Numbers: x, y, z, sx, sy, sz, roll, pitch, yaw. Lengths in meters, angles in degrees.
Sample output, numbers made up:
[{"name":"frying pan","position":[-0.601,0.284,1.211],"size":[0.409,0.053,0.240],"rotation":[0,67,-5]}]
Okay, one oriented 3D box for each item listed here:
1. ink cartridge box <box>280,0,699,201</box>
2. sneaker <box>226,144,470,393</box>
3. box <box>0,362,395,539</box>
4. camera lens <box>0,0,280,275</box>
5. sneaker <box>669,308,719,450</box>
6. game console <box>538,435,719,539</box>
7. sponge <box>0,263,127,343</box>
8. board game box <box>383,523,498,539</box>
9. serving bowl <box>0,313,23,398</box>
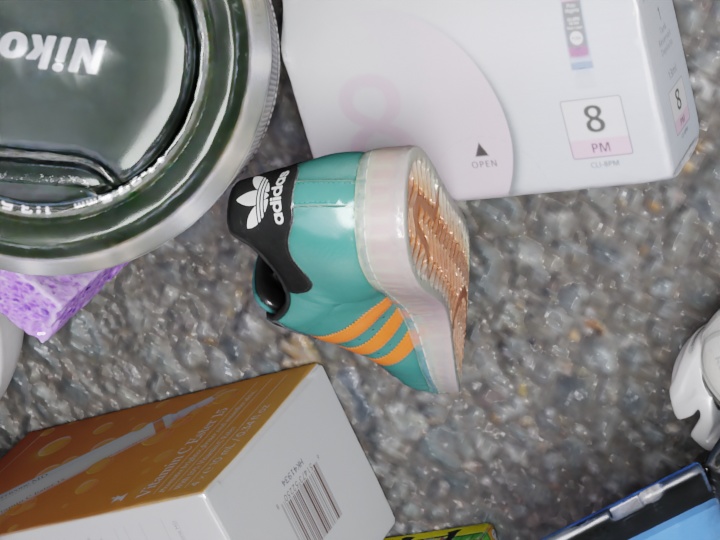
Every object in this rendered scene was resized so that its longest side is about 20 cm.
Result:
[{"name":"ink cartridge box","position":[0.038,-0.127,0.763],"size":[0.162,0.057,0.201],"rotation":[-4,119,29]},{"name":"sneaker","position":[0.000,0.000,0.785],"size":[0.079,0.072,0.200],"rotation":[1,158,13]},{"name":"box","position":[-0.105,0.134,0.931],"size":[0.199,0.124,0.098],"rotation":[-16,108,32]},{"name":"camera lens","position":[-0.112,-0.084,0.739],"size":[0.159,0.200,0.161],"rotation":[0,95,-1]},{"name":"sneaker","position":[0.223,0.072,0.751],"size":[0.199,0.075,0.081],"rotation":[28,149,8]},{"name":"game console","position":[0.165,0.166,0.766],"size":[0.170,0.118,0.200],"rotation":[25,157,35]},{"name":"sponge","position":[-0.193,-0.060,0.876],"size":[0.200,0.112,0.030],"rotation":[39,125,2]},{"name":"board game box","position":[0.003,0.225,0.970],"size":[0.199,0.057,0.166],"rotation":[-14,109,32]},{"name":"serving bowl","position":[-0.249,-0.006,0.960],"size":[0.199,0.066,0.201],"rotation":[15,126,22]}]
